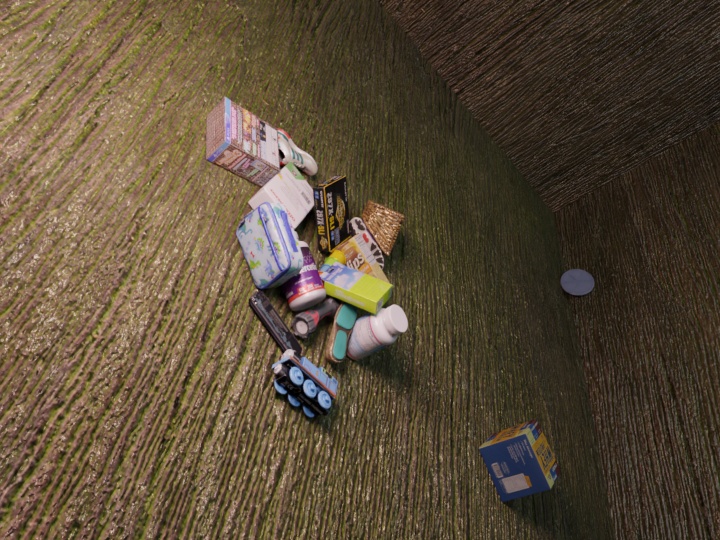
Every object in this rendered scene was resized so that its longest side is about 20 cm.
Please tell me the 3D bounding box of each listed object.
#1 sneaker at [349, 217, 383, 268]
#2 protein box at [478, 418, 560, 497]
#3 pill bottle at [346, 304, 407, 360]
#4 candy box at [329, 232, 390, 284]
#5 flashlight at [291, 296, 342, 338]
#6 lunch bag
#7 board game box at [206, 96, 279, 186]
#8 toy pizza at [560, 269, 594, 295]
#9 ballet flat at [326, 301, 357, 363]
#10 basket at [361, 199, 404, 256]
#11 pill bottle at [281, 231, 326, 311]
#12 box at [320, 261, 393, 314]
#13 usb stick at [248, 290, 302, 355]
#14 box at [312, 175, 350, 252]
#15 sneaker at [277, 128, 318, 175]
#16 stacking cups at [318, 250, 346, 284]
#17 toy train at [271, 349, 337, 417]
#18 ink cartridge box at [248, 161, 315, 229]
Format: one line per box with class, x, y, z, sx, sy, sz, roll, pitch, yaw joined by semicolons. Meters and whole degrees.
sneaker;0.031;-0.092;2.000;0.206;0.079;0.083;67;23;4
protein box;0.558;0.667;2.042;0.133;0.197;0.204;-14;77;-55
pill bottle;0.040;0.178;1.700;0.107;0.197;0.112;31;43;-35
candy box;0.000;0.000;1.851;0.204;0.114;0.055;58;33;-4
flashlight;-0.119;0.132;1.649;0.199;0.066;0.070;-25;94;-62
lunch bag;-0.239;-0.068;1.539;0.081;0.158;0.206;-5;70;-53
board game box;-0.338;-0.367;1.679;0.197;0.096;0.164;24;48;-42
toy pizza;1.311;0.075;3.518;0.032;0.193;0.205;72;18;-47
ballet flat;-0.061;0.176;1.676;0.069;0.065;0.204;32;53;-18
basket;0.062;-0.150;2.020;0.139;0.153;0.200;22;9;-3
pill bottle;-0.176;0.001;1.617;0.111;0.111;0.206;-9;73;-54
box;-0.016;0.049;1.698;0.195;0.049;0.122;21;32;19
usb stick;-0.222;0.146;1.523;0.203;0.032;0.055;56;42;-9
box;-0.088;-0.181;1.838;0.159;0.048;0.207;-39;129;-58
sneaker;-0.224;-0.356;1.868;0.199;0.069;0.095;43;55;-29
stacking cups;-0.102;0.013;1.753;0.061;0.060;0.201;50;35;-14
toy train;-0.142;0.285;1.485;0.200;0.085;0.116;45;30;-25
ink cartridge box;-0.225;-0.208;1.727;0.146;0.083;0.201;51;34;-15
